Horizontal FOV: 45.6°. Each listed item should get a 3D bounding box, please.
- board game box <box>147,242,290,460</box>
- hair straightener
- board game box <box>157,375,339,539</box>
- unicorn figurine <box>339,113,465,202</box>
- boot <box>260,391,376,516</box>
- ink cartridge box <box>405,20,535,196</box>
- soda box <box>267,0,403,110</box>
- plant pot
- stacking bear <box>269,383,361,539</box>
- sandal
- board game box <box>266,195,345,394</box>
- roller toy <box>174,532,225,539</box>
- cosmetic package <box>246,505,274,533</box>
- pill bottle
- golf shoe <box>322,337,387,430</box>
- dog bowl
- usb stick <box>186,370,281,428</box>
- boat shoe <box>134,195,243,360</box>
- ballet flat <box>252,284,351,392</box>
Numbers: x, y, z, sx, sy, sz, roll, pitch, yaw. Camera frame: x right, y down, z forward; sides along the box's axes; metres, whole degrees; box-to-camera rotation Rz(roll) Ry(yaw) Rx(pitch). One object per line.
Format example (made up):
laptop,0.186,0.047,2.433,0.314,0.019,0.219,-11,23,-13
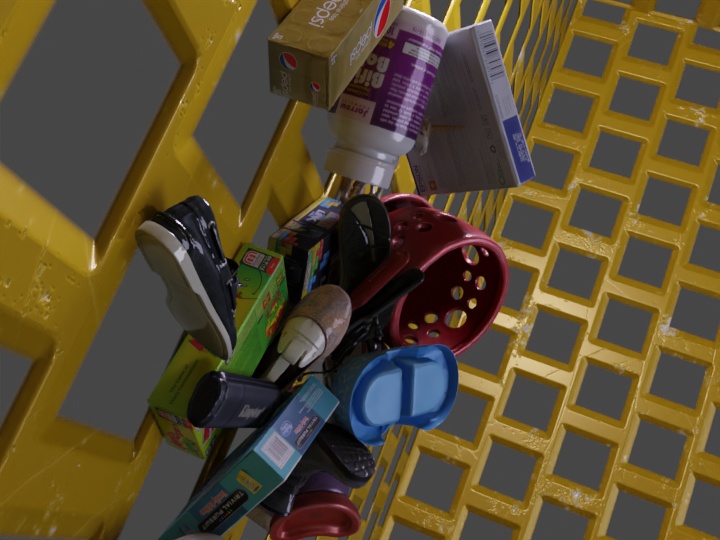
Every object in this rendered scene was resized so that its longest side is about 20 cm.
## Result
board game box,-0.140,0.081,0.887,0.102,0.047,0.201,90,23,-56
hair straightener,0.002,0.067,1.029,0.200,0.041,0.077,-45,121,-2
board game box,-0.123,0.223,0.957,0.200,0.047,0.151,-46,-179,32
unicorn figurine,0.029,-0.144,1.118,0.200,0.074,0.138,24,-87,59
boot,-0.068,0.245,1.043,0.070,0.200,0.132,19,98,-39
ink cartridge box,0.118,-0.197,1.093,0.040,0.200,0.201,-26,105,-30
soda box,-0.020,-0.251,0.871,0.064,0.067,0.200,93,21,-50
plant pot,0.075,0.005,1.191,0.200,0.182,0.201,-20,128,-28
stacking bear,-0.069,0.248,1.165,0.114,0.121,0.201,98,-13,-51
sandal,0.001,-0.001,1.058,0.057,0.079,0.202,-129,-139,-61
board game box,-0.070,0.028,1.073,0.165,0.056,0.201,-46,151,-59
roller toy,-0.170,0.370,0.846,0.183,0.140,0.200,-50,153,2
cosmetic package,-0.095,0.277,1.236,0.051,0.082,0.200,-42,-167,47
pill bottle,0.023,-0.204,1.011,0.112,0.112,0.201,-7,115,-75
golf shoe,-0.025,0.153,1.120,0.092,0.072,0.201,42,42,-32
dog bowl,0.042,0.149,1.073,0.199,0.049,0.112,-6,102,-45
usb stick,-0.121,0.131,0.854,0.056,0.032,0.200,-65,167,-6
boat shoe,-0.135,0.007,0.752,0.066,0.074,0.200,-51,149,-25
ballet flat,-0.080,0.098,0.973,0.200,0.068,0.067,-51,180,29
